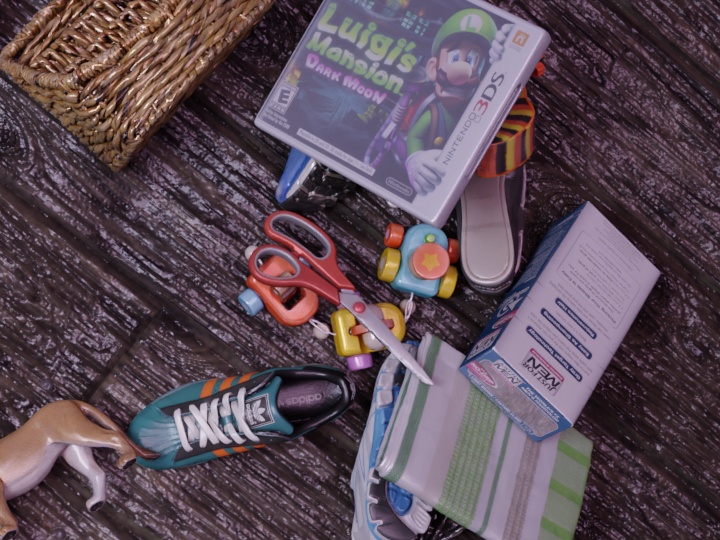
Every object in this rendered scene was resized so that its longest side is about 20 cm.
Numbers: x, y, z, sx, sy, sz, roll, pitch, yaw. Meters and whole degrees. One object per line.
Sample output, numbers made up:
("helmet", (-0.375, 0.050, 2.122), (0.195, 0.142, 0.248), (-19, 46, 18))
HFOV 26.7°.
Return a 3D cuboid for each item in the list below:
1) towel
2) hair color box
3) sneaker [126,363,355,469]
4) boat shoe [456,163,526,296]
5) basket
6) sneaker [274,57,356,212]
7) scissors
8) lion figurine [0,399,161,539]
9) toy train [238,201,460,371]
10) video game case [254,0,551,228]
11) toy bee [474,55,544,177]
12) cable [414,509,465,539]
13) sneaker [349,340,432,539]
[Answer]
("towel", (0.109, 0.162, 1.304), (0.200, 0.031, 0.149), (35, 52, -18))
("hair color box", (0.179, 0.043, 1.345), (0.100, 0.061, 0.200), (43, 53, -8))
("sneaker", (-0.100, 0.118, 1.283), (0.199, 0.080, 0.072), (-16, 87, -13))
("boat shoe", (0.117, -0.073, 1.384), (0.067, 0.057, 0.201), (0, 72, 11))
("basket", (-0.188, -0.207, 1.269), (0.149, 0.143, 0.200), (44, 74, -7))
("sneaker", (-0.026, -0.146, 1.346), (0.089, 0.079, 0.200), (25, 89, 32))
("scissors", (-0.006, 0.020, 1.295), (0.200, 0.014, 0.073), (31, 62, 8))
("lion figurine", (-0.276, 0.154, 1.240), (0.200, 0.073, 0.123), (-25, 62, -26))
("toy train", (0.000, 0.000, 1.340), (0.200, 0.056, 0.150), (-37, 94, -16))
("video game case", (0.031, -0.158, 1.266), (0.200, 0.023, 0.182), (31, 91, 27))
("toy bee", (0.118, -0.165, 1.320), (0.108, 0.131, 0.200), (-14, 63, -9))
("cable", (0.061, 0.226, 1.329), (0.097, 0.050, 0.200), (37, 73, -7))
("sneaker", (0.025, 0.153, 1.322), (0.075, 0.087, 0.200), (26, 54, -14))
